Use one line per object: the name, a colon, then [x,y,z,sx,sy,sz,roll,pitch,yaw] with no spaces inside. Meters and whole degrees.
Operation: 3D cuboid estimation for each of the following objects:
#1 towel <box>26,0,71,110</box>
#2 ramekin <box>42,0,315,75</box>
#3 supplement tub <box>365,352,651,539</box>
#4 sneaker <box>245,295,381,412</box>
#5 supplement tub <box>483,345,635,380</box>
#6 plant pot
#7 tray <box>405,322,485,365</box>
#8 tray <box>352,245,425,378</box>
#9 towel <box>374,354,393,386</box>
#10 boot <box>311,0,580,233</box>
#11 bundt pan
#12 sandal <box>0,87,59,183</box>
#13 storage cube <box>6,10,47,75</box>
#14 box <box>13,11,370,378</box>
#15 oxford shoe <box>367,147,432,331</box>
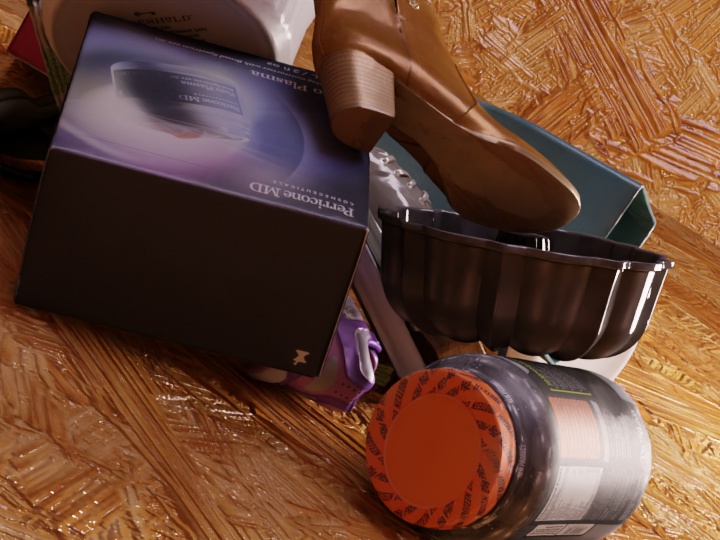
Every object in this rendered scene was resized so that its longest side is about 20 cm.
towel: [-0.174,-0.110,1.479,0.149,0.031,0.200,20,48,-63]
ramekin: [-0.127,-0.186,1.380,0.202,0.202,0.094,26,51,-22]
supplement tub: [0.095,0.117,1.287,0.122,0.123,0.200,39,14,30]
sneaker: [-0.028,0.041,1.412,0.088,0.081,0.200,34,17,-14]
supplement tub: [0.128,0.014,1.711,0.144,0.145,0.200,17,19,-48]
plant pot: [0.102,-0.046,1.552,0.200,0.141,0.141,34,-2,17]
tray: [0.056,0.047,1.546,0.099,0.037,0.200,67,-8,-30]
tray: [0.000,0.000,1.493,0.200,0.022,0.107,64,-3,-28]
towel: [-0.039,0.026,1.563,0.086,0.018,0.200,26,13,-26]
boot: [0.057,-0.116,1.320,0.201,0.071,0.144,24,41,-26]
bundt pan: [0.103,0.011,1.344,0.202,0.076,0.202,10,6,-1]
sandal: [-0.241,-0.090,1.445,0.057,0.080,0.201,65,18,7]
storage cube: [-0.186,-0.223,1.742,0.171,0.180,0.200,30,1,-8]
box: [-0.100,-0.052,1.286,0.200,0.123,0.198,14,31,-8]
oxford shoe: [0.018,-0.052,1.466,0.200,0.058,0.075,61,-1,11]
